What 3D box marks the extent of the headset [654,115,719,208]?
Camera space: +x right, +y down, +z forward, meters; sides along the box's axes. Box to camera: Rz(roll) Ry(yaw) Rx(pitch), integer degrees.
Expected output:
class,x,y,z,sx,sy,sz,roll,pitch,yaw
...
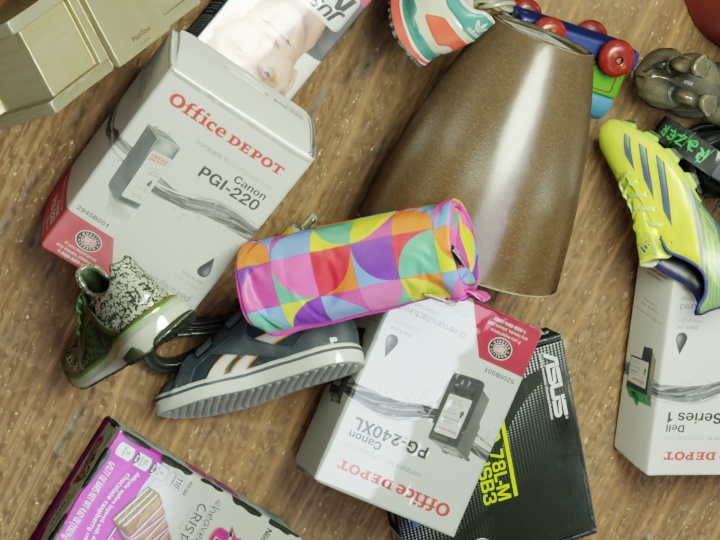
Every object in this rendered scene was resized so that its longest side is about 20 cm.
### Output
class,x,y,z,sx,sy,sz,roll,pitch,yaw
headset,0.341,-0.076,1.666,0.199,0.123,0.094,23,104,-45

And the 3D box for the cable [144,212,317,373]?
class,x,y,z,sx,sy,sz,roll,pitch,yaw
cable,-0.098,0.036,1.585,0.199,0.050,0.097,-32,124,1

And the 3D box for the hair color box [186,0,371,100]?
class,x,y,z,sx,sy,sz,roll,pitch,yaw
hair color box,-0.075,-0.211,1.530,0.100,0.060,0.200,40,86,-19

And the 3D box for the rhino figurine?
class,x,y,z,sx,sy,sz,roll,pitch,yaw
rhino figurine,0.327,-0.163,1.642,0.199,0.087,0.060,9,94,-46

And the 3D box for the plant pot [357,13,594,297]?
class,x,y,z,sx,sy,sz,roll,pitch,yaw
plant pot,0.118,-0.108,1.523,0.186,0.187,0.201,15,106,-20

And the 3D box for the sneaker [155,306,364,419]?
class,x,y,z,sx,sy,sz,roll,pitch,yaw
sneaker,-0.091,0.071,1.538,0.199,0.078,0.080,-18,73,21

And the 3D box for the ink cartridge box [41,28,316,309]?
class,x,y,z,sx,sy,sz,roll,pitch,yaw
ink cartridge box,-0.150,-0.075,1.476,0.145,0.085,0.200,32,112,-20

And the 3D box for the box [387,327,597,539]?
class,x,y,z,sx,sy,sz,roll,pitch,yaw
box,0.112,0.174,1.661,0.192,0.048,0.202,-14,102,-12

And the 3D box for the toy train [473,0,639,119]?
class,x,y,z,sx,sy,sz,roll,pitch,yaw
toy train,0.140,-0.181,1.602,0.199,0.085,0.116,14,107,-20

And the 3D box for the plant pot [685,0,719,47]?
class,x,y,z,sx,sy,sz,roll,pitch,yaw
plant pot,0.395,-0.264,1.615,0.199,0.177,0.202,-3,99,-17

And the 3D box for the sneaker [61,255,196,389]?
class,x,y,z,sx,sy,sz,roll,pitch,yaw
sneaker,-0.204,0.034,1.467,0.077,0.200,0.089,-33,93,-34

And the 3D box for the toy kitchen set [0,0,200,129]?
class,x,y,z,sx,sy,sz,roll,pitch,yaw
toy kitchen set,-0.277,-0.229,1.447,0.200,0.179,0.164,-46,117,-44

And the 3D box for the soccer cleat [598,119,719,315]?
class,x,y,z,sx,sy,sz,roll,pitch,yaw
soccer cleat,0.268,-0.049,1.594,0.083,0.065,0.201,-36,75,-5

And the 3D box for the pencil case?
class,x,y,z,sx,sy,sz,roll,pitch,yaw
pencil case,0.000,0.000,1.434,0.198,0.088,0.089,-10,104,17

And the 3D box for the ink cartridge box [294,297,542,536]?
class,x,y,z,sx,sy,sz,roll,pitch,yaw
ink cartridge box,0.049,0.114,1.567,0.144,0.083,0.201,24,88,-17

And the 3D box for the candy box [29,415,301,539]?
class,x,y,z,sx,sy,sz,roll,pitch,yaw
candy box,-0.171,0.238,1.570,0.199,0.061,0.137,33,87,-21

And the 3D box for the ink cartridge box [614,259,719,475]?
class,x,y,z,sx,sy,sz,roll,pitch,yaw
ink cartridge box,0.330,0.089,1.689,0.145,0.084,0.202,1,104,-16

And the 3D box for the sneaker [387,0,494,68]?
class,x,y,z,sx,sy,sz,roll,pitch,yaw
sneaker,0.069,-0.274,1.515,0.070,0.093,0.201,31,47,-56
